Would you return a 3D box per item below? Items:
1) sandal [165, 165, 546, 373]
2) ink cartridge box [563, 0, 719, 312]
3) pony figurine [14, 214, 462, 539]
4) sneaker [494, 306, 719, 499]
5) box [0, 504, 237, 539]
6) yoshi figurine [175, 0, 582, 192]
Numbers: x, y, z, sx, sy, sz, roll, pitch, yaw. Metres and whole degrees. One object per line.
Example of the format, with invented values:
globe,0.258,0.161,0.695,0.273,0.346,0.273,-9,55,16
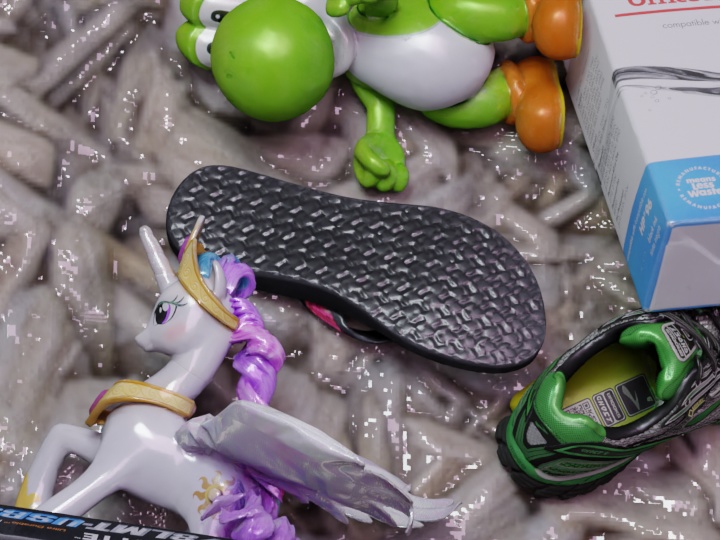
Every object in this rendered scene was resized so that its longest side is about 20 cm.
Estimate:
sandal,0.000,0.000,1.314,0.199,0.045,0.075,19,64,12
ink cartridge box,0.173,-0.081,1.314,0.115,0.068,0.201,-5,50,-12
pony figurine,-0.068,0.098,1.223,0.192,0.167,0.201,33,85,10
sneaker,0.163,0.045,1.300,0.199,0.085,0.078,-32,80,-18
box,-0.162,0.202,1.154,0.197,0.050,0.201,9,102,-1
yoshi figurine,0.008,-0.102,1.311,0.198,0.112,0.113,5,78,-5
